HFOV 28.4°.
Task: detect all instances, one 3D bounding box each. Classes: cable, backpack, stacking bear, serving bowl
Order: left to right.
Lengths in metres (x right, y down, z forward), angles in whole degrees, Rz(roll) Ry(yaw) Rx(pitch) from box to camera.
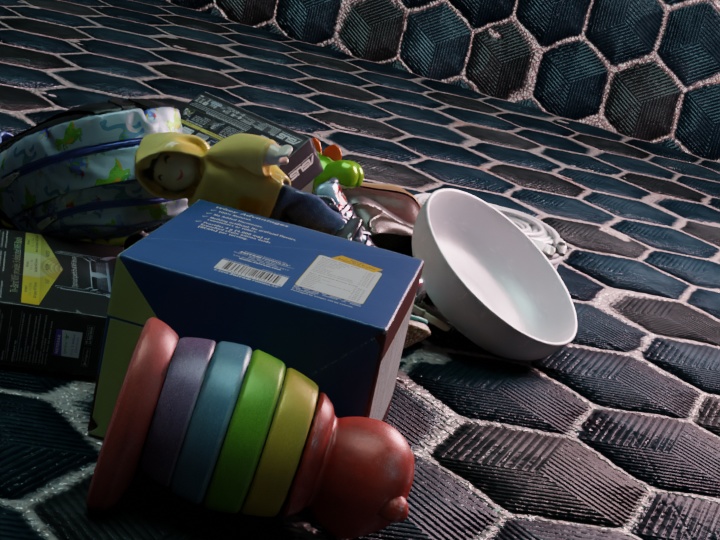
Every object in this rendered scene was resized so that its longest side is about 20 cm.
[{"bbox_3d":[-0.235,-0.090,1.286,0.162,0.156,0.199,-4,-20,-42],"label":"backpack"},{"bbox_3d":[-0.061,0.114,0.923,0.197,0.115,0.122,19,23,-5],"label":"stacking bear"},{"bbox_3d":[0.144,-0.036,1.697,0.197,0.070,0.200,14,14,4],"label":"cable"},{"bbox_3d":[0.122,0.014,1.418,0.199,0.066,0.201,34,29,-21],"label":"serving bowl"}]

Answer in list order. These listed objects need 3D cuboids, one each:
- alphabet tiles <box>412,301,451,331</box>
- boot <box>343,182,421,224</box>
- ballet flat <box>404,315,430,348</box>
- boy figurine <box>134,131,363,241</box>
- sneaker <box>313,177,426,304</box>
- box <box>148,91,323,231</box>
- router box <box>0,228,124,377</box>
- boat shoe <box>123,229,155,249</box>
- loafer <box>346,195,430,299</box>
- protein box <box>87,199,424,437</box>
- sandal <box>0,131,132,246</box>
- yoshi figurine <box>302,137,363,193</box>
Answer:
[{"bbox_3d":[0.000,0.000,1.403,0.199,0.015,0.195,32,1,-39],"label":"alphabet tiles"},{"bbox_3d":[-0.024,-0.052,1.587,0.197,0.073,0.167,-4,26,-7],"label":"boot"},{"bbox_3d":[-0.038,0.054,1.231,0.197,0.066,0.071,13,-15,-7],"label":"ballet flat"},{"bbox_3d":[-0.095,-0.062,1.180,0.198,0.125,0.065,31,37,-1],"label":"boy figurine"},{"bbox_3d":[-0.027,-0.032,1.255,0.198,0.097,0.079,22,-2,-4],"label":"sneaker"},{"bbox_3d":[-0.158,-0.100,1.463,0.161,0.050,0.199,-40,42,-22],"label":"box"},{"bbox_3d":[-0.268,0.021,1.164,0.155,0.053,0.200,9,15,-14],"label":"router box"},{"bbox_3d":[-0.184,0.004,1.286,0.061,0.074,0.200,-2,15,-10],"label":"boat shoe"},{"bbox_3d":[0.054,-0.007,1.484,0.198,0.073,0.072,22,22,-32],"label":"loafer"},{"bbox_3d":[-0.071,0.053,1.066,0.196,0.137,0.200,15,16,6],"label":"protein box"},{"bbox_3d":[-0.310,-0.079,1.422,0.197,0.088,0.080,16,13,1],"label":"sandal"},{"bbox_3d":[-0.089,-0.066,1.513,0.197,0.113,0.113,-7,36,22],"label":"yoshi figurine"}]
